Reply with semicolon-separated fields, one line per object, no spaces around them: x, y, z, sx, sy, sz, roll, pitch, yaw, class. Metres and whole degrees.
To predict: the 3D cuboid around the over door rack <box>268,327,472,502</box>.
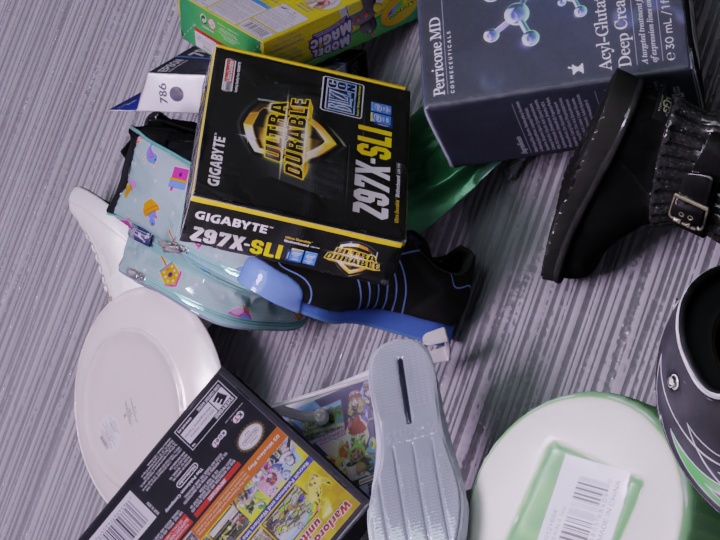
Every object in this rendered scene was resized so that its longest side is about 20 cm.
-0.001;0.151;1.674;0.200;0.067;0.148;-22;61;13;over door rack

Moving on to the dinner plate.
-0.181;0.113;1.824;0.200;0.024;0.200;1;92;48;dinner plate

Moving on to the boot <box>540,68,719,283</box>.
0.224;-0.042;1.599;0.158;0.211;0.079;20;52;0;boot

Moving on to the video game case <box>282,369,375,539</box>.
-0.045;0.191;1.741;0.200;0.023;0.182;-24;59;27;video game case

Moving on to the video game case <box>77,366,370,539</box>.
-0.107;0.199;1.648;0.200;0.026;0.181;-50;55;0;video game case

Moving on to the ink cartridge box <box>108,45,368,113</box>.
-0.102;-0.158;1.844;0.200;0.099;0.039;2;111;21;ink cartridge box

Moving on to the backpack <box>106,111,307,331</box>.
-0.085;-0.034;1.764;0.200;0.176;0.153;18;99;41;backpack

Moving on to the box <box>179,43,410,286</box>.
-0.045;-0.081;1.658;0.200;0.160;0.049;-86;13;-51;box

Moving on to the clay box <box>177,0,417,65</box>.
-0.037;-0.224;1.831;0.115;0.200;0.048;34;138;40;clay box

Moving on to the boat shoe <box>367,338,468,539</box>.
0.044;0.146;1.581;0.072;0.062;0.200;-8;62;13;boat shoe

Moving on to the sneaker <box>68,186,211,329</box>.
-0.203;0.002;1.896;0.085;0.073;0.200;-52;52;4;sneaker

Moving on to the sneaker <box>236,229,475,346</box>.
0.000;0.000;1.668;0.070;0.200;0.078;31;104;51;sneaker

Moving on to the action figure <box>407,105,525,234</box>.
0.101;-0.111;1.736;0.200;0.055;0.118;-34;54;12;action figure

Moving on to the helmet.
0.290;0.084;1.431;0.191;0.200;0.200;-16;63;42;helmet

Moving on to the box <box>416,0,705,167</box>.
0.149;-0.176;1.656;0.200;0.107;0.149;-9;66;12;box

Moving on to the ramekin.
0.170;0.180;1.540;0.200;0.098;0.200;-14;64;31;ramekin
